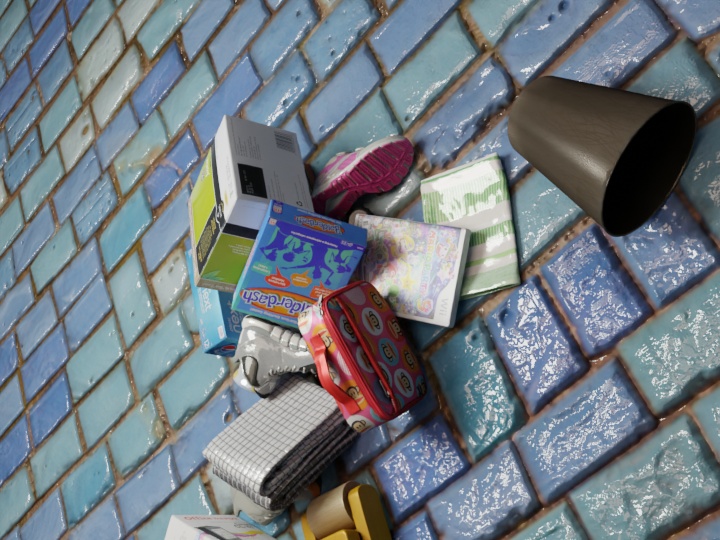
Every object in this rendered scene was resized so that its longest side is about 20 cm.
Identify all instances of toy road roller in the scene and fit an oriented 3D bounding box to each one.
[{"bbox_3d":[-0.039,0.407,1.328,0.123,0.146,0.201,-33,58,31],"label":"toy road roller"}]

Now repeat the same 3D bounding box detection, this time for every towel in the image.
[{"bbox_3d":[-0.118,0.262,1.431,0.200,0.086,0.165,-41,33,-25],"label":"towel"},{"bbox_3d":[0.155,-0.059,1.363,0.152,0.023,0.201,-18,67,37],"label":"towel"}]

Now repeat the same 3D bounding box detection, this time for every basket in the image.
[{"bbox_3d":[0.294,-0.164,1.196,0.200,0.136,0.181,38,101,45],"label":"basket"}]

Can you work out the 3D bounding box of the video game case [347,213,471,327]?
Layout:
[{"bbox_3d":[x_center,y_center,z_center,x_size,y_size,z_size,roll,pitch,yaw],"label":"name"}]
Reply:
[{"bbox_3d":[0.063,-0.003,1.389,0.199,0.018,0.144,10,89,36],"label":"video game case"}]

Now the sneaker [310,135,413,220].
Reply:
[{"bbox_3d":[-0.006,-0.162,1.496,0.199,0.081,0.089,-29,39,18],"label":"sneaker"}]

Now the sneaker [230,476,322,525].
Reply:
[{"bbox_3d":[-0.133,0.361,1.488,0.199,0.075,0.093,-6,88,44],"label":"sneaker"}]

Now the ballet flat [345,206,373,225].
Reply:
[{"bbox_3d":[0.000,0.000,1.480,0.066,0.057,0.202,7,88,17],"label":"ballet flat"}]

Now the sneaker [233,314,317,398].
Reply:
[{"bbox_3d":[-0.109,0.154,1.454,0.199,0.075,0.116,21,88,19],"label":"sneaker"}]

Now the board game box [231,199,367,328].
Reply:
[{"bbox_3d":[-0.095,0.000,1.409,0.045,0.151,0.201,-88,19,-48],"label":"board game box"}]

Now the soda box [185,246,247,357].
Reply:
[{"bbox_3d":[-0.245,0.044,1.616,0.064,0.068,0.201,-31,60,31],"label":"soda box"}]

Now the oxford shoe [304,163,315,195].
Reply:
[{"bbox_3d":[-0.100,-0.109,1.570,0.070,0.075,0.201,-46,52,23],"label":"oxford shoe"}]

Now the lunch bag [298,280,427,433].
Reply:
[{"bbox_3d":[-0.003,0.123,1.322,0.082,0.176,0.201,-32,84,33],"label":"lunch bag"}]

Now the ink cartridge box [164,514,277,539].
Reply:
[{"bbox_3d":[-0.196,0.454,1.456,0.199,0.147,0.086,16,89,42],"label":"ink cartridge box"}]

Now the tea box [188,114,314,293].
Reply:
[{"bbox_3d":[-0.181,-0.098,1.485,0.197,0.133,0.201,-56,34,38],"label":"tea box"}]

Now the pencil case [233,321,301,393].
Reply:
[{"bbox_3d":[-0.140,0.108,1.542,0.090,0.083,0.201,24,96,25],"label":"pencil case"}]
